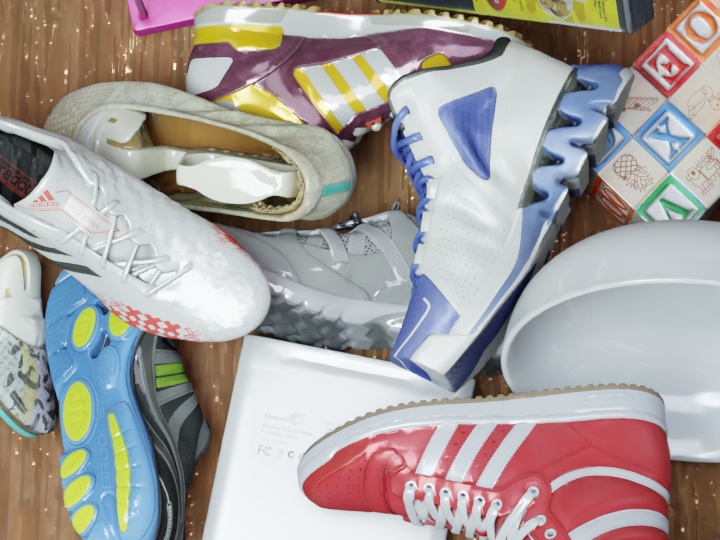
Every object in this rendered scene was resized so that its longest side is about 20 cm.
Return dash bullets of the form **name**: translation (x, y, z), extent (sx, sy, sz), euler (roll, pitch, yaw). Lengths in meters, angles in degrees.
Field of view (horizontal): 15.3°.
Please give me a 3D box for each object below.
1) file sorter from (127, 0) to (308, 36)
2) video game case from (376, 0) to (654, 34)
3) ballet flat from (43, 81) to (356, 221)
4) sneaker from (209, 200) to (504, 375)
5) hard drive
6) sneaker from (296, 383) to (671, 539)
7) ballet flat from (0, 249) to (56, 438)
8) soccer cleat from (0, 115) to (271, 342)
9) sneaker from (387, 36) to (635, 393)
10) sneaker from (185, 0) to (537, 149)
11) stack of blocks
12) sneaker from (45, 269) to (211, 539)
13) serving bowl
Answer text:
- **file sorter**: translation (-0.082, -0.255, 1.488), extent (0.138, 0.125, 0.201), euler (-12, 79, -2)
- **video game case**: translation (0.064, -0.229, 1.412), extent (0.025, 0.180, 0.201), euler (-33, 123, -39)
- **ballet flat**: translation (-0.099, -0.064, 1.450), extent (0.199, 0.062, 0.068), euler (7, 106, 25)
- **sneaker**: translation (0.000, 0.000, 1.475), extent (0.199, 0.075, 0.083), euler (14, 71, -7)
- **hard drive**: translation (-0.019, 0.146, 1.462), extent (0.131, 0.026, 0.201), euler (11, 80, 3)
- **sneaker**: translation (0.066, 0.128, 1.394), extent (0.199, 0.071, 0.113), euler (-9, 58, 8)
- **ballet flat**: translation (-0.216, -0.003, 1.467), extent (0.072, 0.072, 0.201), euler (-37, 80, -6)
- **soccer cleat**: translation (-0.137, -0.025, 1.400), extent (0.199, 0.085, 0.069), euler (32, 83, 15)
- **sneaker**: translation (0.052, -0.042, 1.422), extent (0.115, 0.081, 0.200), euler (27, 78, 12)
- **sneaker**: translation (0.002, -0.099, 1.491), extent (0.198, 0.075, 0.091), euler (4, 88, 8)
- **stack of blocks**: translation (0.217, -0.098, 1.488), extent (0.115, 0.059, 0.200), euler (44, 83, 8)
- **sneaker**: translation (-0.125, 0.067, 1.460), extent (0.070, 0.083, 0.201), euler (-14, 63, 20)
- **serving bowl**: translation (0.175, 0.028, 1.404), extent (0.199, 0.200, 0.066), euler (7, 61, 2)
